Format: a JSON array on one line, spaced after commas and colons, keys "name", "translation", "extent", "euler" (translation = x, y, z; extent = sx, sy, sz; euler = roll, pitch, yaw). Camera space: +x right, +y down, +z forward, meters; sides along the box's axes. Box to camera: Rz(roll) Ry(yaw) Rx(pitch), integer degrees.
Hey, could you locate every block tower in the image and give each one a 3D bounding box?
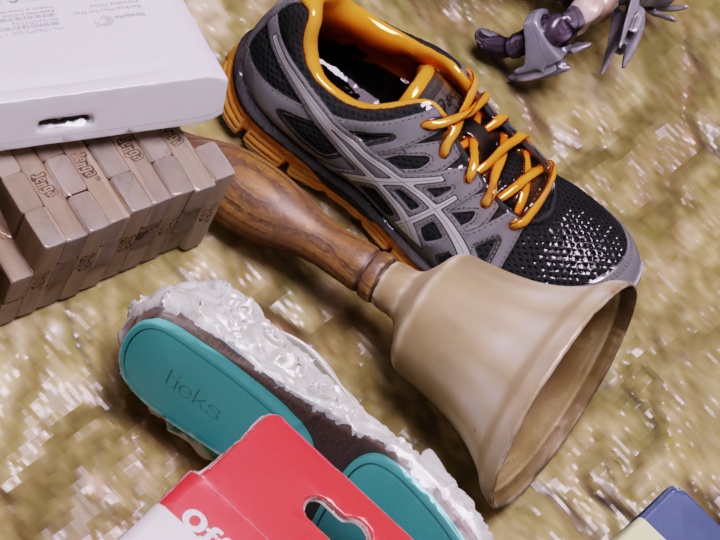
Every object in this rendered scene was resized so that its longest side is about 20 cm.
[{"name": "block tower", "translation": [-0.148, -0.011, 0.908], "extent": [0.200, 0.054, 0.058], "euler": [-23, 70, -32]}]

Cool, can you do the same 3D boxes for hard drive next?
[{"name": "hard drive", "translation": [-0.150, -0.124, 0.958], "extent": [0.131, 0.026, 0.200], "euler": [-9, 46, -24]}]

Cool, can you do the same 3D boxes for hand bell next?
[{"name": "hand bell", "translation": [0.000, 0.000, 0.956], "extent": [0.200, 0.104, 0.104], "euler": [32, 52, 17]}]

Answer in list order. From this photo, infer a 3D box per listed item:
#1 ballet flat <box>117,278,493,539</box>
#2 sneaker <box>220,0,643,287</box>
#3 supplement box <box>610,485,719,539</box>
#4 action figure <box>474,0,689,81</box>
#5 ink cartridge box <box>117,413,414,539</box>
[{"name": "ballet flat", "translation": [-0.006, 0.071, 0.907], "extent": [0.200, 0.072, 0.072], "euler": [43, 54, 8]}, {"name": "sneaker", "translation": [0.033, -0.048, 0.989], "extent": [0.200, 0.077, 0.078], "euler": [31, 52, -2]}, {"name": "supplement box", "translation": [0.084, 0.218, 0.729], "extent": [0.200, 0.134, 0.200], "euler": [45, 54, 10]}, {"name": "action figure", "translation": [0.062, -0.155, 1.077], "extent": [0.199, 0.069, 0.130], "euler": [18, 47, -15]}, {"name": "ink cartridge box", "translation": [-0.062, 0.156, 0.827], "extent": [0.116, 0.067, 0.200], "euler": [43, 54, 8]}]
